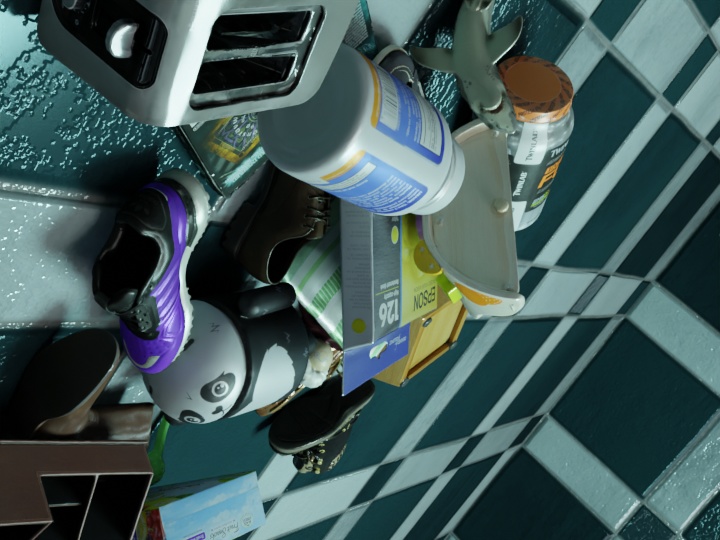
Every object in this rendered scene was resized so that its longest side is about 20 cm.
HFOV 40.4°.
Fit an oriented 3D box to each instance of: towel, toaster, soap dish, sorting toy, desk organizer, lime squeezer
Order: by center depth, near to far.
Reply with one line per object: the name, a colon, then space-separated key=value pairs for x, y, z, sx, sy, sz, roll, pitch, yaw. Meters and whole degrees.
toaster: x=-0.088 y=-0.202 z=0.626 sx=0.199 sy=0.119 sz=0.182 roll=-20 pitch=146 yaw=-48
desk organizer: x=-0.273 y=0.201 z=0.862 sx=0.072 sy=0.078 sz=0.199 roll=-42 pitch=150 yaw=24
lime squeezer: x=-0.256 y=0.213 z=1.042 sx=0.199 sy=0.071 sz=0.038 roll=-38 pitch=173 yaw=-22
sorting toy: x=0.114 y=-0.033 z=1.048 sx=0.105 sy=0.203 sz=0.180 roll=-4 pitch=159 yaw=7
towel: x=0.000 y=0.000 z=1.098 sx=0.153 sy=0.023 sz=0.200 roll=-51 pitch=132 yaw=-14
soap dish: x=0.091 y=0.068 z=1.423 sx=0.157 sy=0.081 sz=0.201 roll=-32 pitch=154 yaw=-33

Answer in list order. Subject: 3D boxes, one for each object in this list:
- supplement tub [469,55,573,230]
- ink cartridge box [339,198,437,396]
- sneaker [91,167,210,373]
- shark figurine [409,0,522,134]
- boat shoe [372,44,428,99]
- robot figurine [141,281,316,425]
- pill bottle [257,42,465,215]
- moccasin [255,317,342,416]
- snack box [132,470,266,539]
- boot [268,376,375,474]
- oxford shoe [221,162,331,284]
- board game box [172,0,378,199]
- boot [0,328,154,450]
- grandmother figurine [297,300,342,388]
supplement tub: x=0.186 y=-0.152 z=1.191 sx=0.122 sy=0.122 sz=0.201 roll=-34 pitch=154 yaw=-28
ink cartridge box: x=0.034 y=0.011 z=1.028 sx=0.197 sy=0.046 sz=0.203 roll=-21 pitch=110 yaw=-66
sneaker: x=-0.190 y=0.016 z=0.826 sx=0.100 sy=0.069 sz=0.202 roll=-45 pitch=155 yaw=-53
shark figurine: x=0.133 y=-0.253 z=1.006 sx=0.089 sy=0.127 sz=0.217 roll=29 pitch=80 yaw=-75
boat shoe: x=0.047 y=-0.163 z=0.970 sx=0.073 sy=0.063 sz=0.200 roll=-51 pitch=166 yaw=2
robot figurine: x=-0.130 y=0.086 z=0.996 sx=0.199 sy=0.123 sz=0.153 roll=-8 pitch=100 yaw=-58
pill bottle: x=0.011 y=-0.111 z=0.846 sx=0.113 sy=0.112 sz=0.199 roll=-52 pitch=148 yaw=12
moccasin: x=-0.055 y=0.105 z=1.206 sx=0.201 sy=0.073 sz=0.078 roll=-40 pitch=125 yaw=-20
snack box: x=-0.231 y=0.277 z=1.062 sx=0.198 sy=0.069 sz=0.168 roll=-14 pitch=175 yaw=30
boot: x=-0.069 y=0.245 z=1.438 sx=0.199 sy=0.073 sz=0.152 roll=-33 pitch=153 yaw=-44
oxford shoe: x=-0.051 y=-0.073 z=0.943 sx=0.072 sy=0.084 sz=0.201 roll=-4 pitch=130 yaw=-55
board game box: x=-0.070 y=-0.164 z=0.833 sx=0.200 sy=0.028 sz=0.136 roll=-45 pitch=157 yaw=-10
boot: x=-0.245 y=0.131 z=0.943 sx=0.186 sy=0.065 sz=0.200 roll=-39 pitch=156 yaw=14
grandmother figurine: x=-0.022 y=0.044 z=1.149 sx=0.202 sy=0.120 sz=0.061 roll=-60 pitch=-173 yaw=-12
